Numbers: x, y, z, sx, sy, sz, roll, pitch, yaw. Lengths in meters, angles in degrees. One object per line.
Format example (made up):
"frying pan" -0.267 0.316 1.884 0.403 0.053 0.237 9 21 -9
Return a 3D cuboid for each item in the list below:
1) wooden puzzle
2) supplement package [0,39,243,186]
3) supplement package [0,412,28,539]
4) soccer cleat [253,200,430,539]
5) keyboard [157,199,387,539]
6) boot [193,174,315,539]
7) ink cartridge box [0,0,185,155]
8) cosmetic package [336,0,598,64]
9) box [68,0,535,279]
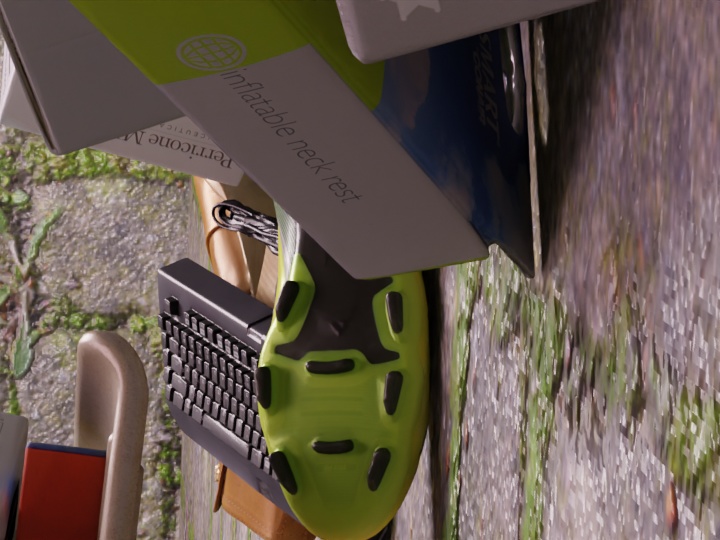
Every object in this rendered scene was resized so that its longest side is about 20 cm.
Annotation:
"wooden puzzle" -0.094 0.139 0.931 0.185 0.046 0.200 107 164 -69
"supplement package" -0.074 -0.156 1.266 0.110 0.114 0.200 -97 25 -59
"supplement package" -0.194 0.146 0.934 0.111 0.156 0.200 -87 5 -71
"soccer cleat" 0.001 -0.001 1.048 0.084 0.065 0.200 33 -131 -61
"keyboard" -0.038 0.033 1.200 0.200 0.021 0.127 28 120 59
"boot" -0.045 0.028 1.323 0.201 0.071 0.144 -119 37 -66
"ink cartridge box" -0.051 -0.128 1.014 0.200 0.147 0.083 -100 -8 -66
"cosmetic package" 0.017 -0.136 0.590 0.200 0.090 0.107 -104 -2 -58
"box" -0.014 -0.084 0.741 0.200 0.048 0.122 46 -142 -56
